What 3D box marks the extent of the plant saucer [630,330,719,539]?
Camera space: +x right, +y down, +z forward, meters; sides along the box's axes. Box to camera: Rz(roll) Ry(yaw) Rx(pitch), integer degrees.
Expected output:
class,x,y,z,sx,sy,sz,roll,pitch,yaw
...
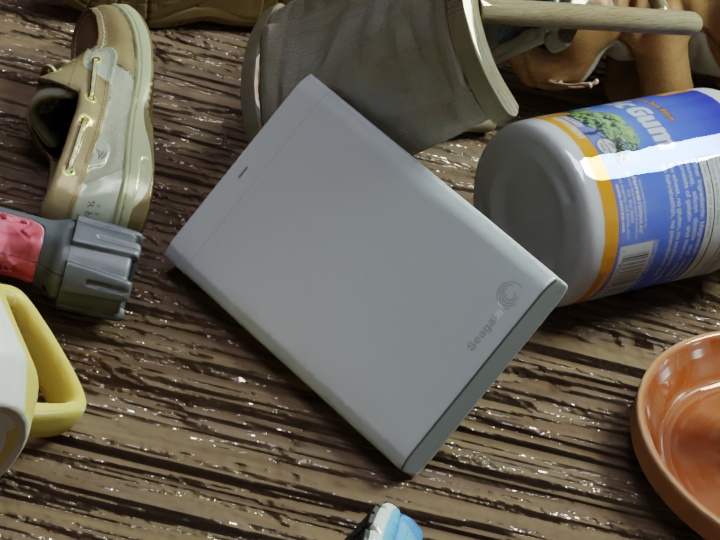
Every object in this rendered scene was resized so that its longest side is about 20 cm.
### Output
class,x,y,z,sx,sy,sz,roll,pitch,yaw
plant saucer,0.245,0.108,1.647,0.200,0.032,0.200,11,36,-8

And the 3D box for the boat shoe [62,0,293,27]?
class,x,y,z,sx,sy,sz,roll,pitch,yaw
boat shoe,-0.118,-0.198,1.874,0.200,0.074,0.069,7,32,-25

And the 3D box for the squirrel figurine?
class,x,y,z,sx,sy,sz,roll,pitch,yaw
squirrel figurine,0.177,-0.193,1.873,0.186,0.200,0.142,1,18,-11

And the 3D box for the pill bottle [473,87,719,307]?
class,x,y,z,sx,sy,sz,roll,pitch,yaw
pill bottle,0.176,-0.048,1.755,0.200,0.112,0.112,-13,45,-34

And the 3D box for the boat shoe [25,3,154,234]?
class,x,y,z,sx,sy,sz,roll,pitch,yaw
boat shoe,-0.158,-0.091,1.708,0.066,0.074,0.200,11,36,-17

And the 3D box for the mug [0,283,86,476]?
class,x,y,z,sx,sy,sz,roll,pitch,yaw
mug,-0.219,0.033,1.469,0.186,0.150,0.153,-17,56,-29

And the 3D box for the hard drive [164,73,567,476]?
class,x,y,z,sx,sy,sz,roll,pitch,yaw
hard drive,0.000,0.000,1.619,0.200,0.132,0.026,41,4,30

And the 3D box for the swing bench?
class,x,y,z,sx,sy,sz,roll,pitch,yaw
swing bench,0.053,-0.141,1.726,0.200,0.199,0.130,-25,92,-44

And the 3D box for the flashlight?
class,x,y,z,sx,sy,sz,roll,pitch,yaw
flashlight,-0.219,-0.018,1.597,0.200,0.068,0.068,15,62,-5

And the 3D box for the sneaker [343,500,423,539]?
class,x,y,z,sx,sy,sz,roll,pitch,yaw
sneaker,0.015,0.198,1.420,0.090,0.078,0.200,27,36,-19
